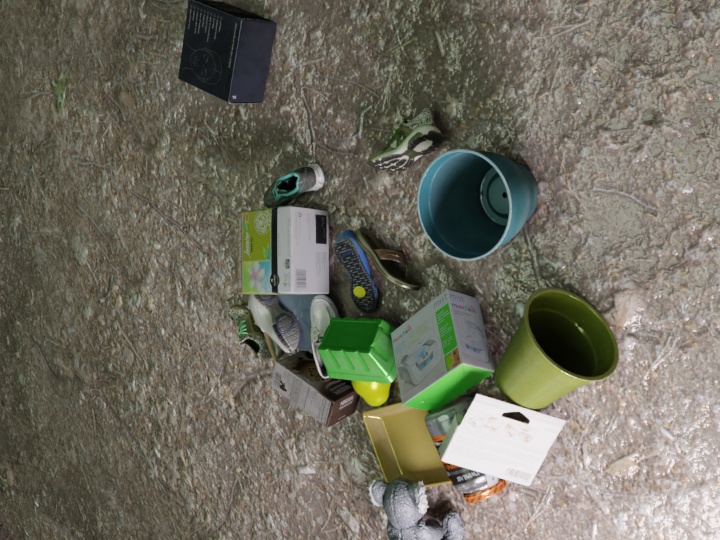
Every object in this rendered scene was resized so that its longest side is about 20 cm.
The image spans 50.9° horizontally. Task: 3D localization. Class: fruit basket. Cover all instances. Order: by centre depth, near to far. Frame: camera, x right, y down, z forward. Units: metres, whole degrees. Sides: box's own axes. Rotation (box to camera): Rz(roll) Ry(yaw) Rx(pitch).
[{"bbox_3d":[0.021,0.212,1.759,0.213,0.157,0.217,19,152,11],"label":"fruit basket"}]

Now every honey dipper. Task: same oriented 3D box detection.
[{"bbox_3d":[-0.239,0.175,1.961,0.038,0.038,0.201,-53,49,34],"label":"honey dipper"}]

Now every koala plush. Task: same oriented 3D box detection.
[{"bbox_3d":[0.110,0.550,1.687,0.175,0.183,0.203,-1,115,37],"label":"koala plush"}]

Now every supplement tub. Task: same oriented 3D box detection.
[{"bbox_3d":[0.227,0.382,1.616,0.122,0.122,0.202,-30,82,39],"label":"supplement tub"}]

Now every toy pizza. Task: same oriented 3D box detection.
[{"bbox_3d":[-0.149,0.102,1.915,0.198,0.032,0.204,9,105,37],"label":"toy pizza"}]

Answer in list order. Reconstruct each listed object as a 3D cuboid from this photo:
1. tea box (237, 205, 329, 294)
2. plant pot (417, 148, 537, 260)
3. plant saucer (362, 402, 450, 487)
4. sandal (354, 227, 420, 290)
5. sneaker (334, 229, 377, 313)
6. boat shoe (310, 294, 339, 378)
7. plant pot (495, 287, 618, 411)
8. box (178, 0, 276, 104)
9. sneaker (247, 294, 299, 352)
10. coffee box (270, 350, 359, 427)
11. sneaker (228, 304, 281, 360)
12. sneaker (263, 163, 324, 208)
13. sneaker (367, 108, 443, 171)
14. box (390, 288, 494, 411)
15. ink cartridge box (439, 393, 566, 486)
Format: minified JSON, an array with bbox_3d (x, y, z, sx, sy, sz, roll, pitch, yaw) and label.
[{"bbox_3d":[-0.187,-0.043,1.822,0.195,0.133,0.204,-4,86,40],"label":"tea box"},{"bbox_3d":[0.241,-0.136,1.439,0.198,0.187,0.203,11,108,37],"label":"plant pot"},{"bbox_3d":[0.117,0.401,1.759,0.199,0.048,0.203,-23,86,41],"label":"plant saucer"},{"bbox_3d":[0.063,-0.031,1.684,0.057,0.079,0.201,-48,69,21],"label":"sandal"},{"bbox_3d":[0.000,0.000,1.758,0.065,0.079,0.202,-13,111,22],"label":"sneaker"},{"bbox_3d":[-0.085,0.161,1.823,0.072,0.065,0.203,-6,105,15],"label":"boat shoe"},{"bbox_3d":[0.352,0.171,1.440,0.201,0.199,0.191,49,137,19],"label":"plant pot"},{"bbox_3d":[-0.327,-0.534,1.846,0.195,0.123,0.203,30,118,31],"label":"box"},{"bbox_3d":[-0.222,0.129,1.924,0.201,0.074,0.088,55,139,24],"label":"sneaker"},{"bbox_3d":[-0.111,0.289,1.876,0.199,0.112,0.081,29,118,30],"label":"coffee box"},{"bbox_3d":[-0.297,0.165,2.012,0.200,0.088,0.078,40,123,25],"label":"sneaker"},{"bbox_3d":[-0.181,-0.203,1.828,0.199,0.091,0.079,-26,83,40],"label":"sneaker"},{"bbox_3d":[0.093,-0.277,1.609,0.199,0.076,0.090,-23,59,40],"label":"sneaker"},{"bbox_3d":[0.169,0.169,1.582,0.200,0.096,0.179,-42,44,40],"label":"box"},{"bbox_3d":[0.280,0.327,1.501,0.197,0.045,0.178,18,115,-10],"label":"ink cartridge box"}]
